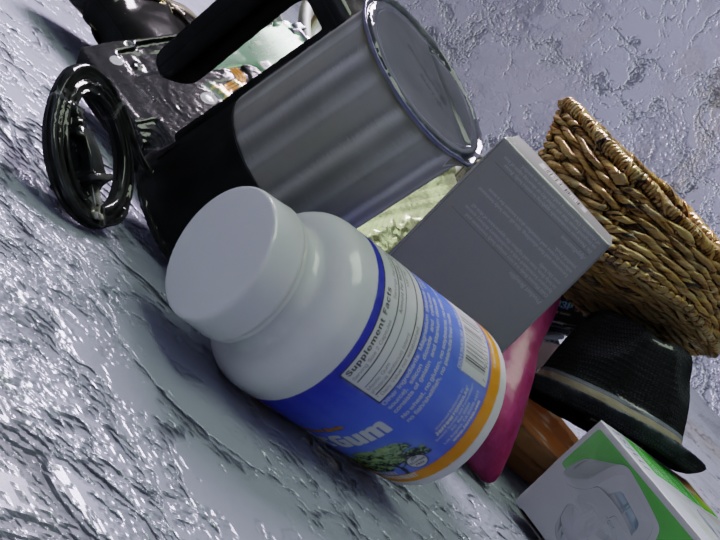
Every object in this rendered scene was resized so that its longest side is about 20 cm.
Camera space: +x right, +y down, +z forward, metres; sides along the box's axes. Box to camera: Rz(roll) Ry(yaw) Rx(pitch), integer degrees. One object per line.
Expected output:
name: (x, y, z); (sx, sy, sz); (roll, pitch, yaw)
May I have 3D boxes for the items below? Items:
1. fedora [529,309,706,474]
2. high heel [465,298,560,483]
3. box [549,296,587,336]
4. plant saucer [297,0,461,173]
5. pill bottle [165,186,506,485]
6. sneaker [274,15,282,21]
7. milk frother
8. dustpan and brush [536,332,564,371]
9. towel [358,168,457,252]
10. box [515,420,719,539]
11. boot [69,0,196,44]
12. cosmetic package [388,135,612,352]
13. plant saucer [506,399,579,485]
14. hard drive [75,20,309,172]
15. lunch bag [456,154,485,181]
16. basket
fedora: (0.212, 0.089, 1.343); (0.200, 0.092, 0.201); (27, -5, 3)
high heel: (0.118, 0.077, 1.271); (0.200, 0.067, 0.096); (-45, 117, -57)
box: (0.167, 0.029, 1.540); (0.158, 0.046, 0.200); (13, -4, -22)
plant saucer: (0.010, -0.155, 1.413); (0.200, 0.050, 0.201); (30, 42, -32)
pill bottle: (-0.015, 0.036, 0.943); (0.200, 0.112, 0.112); (36, 13, -39)
sneaker: (-0.073, -0.138, 1.396); (0.082, 0.073, 0.201); (74, 7, -83)
milk frother: (-0.062, -0.084, 0.978); (0.181, 0.188, 0.200); (56, 23, -4)
dustpan and brush: (0.125, 0.064, 1.526); (0.199, 0.058, 0.139); (6, -1, -21)
towel: (0.016, -0.039, 1.258); (0.199, 0.036, 0.149); (-14, 77, -44)
box: (0.231, 0.231, 1.205); (0.176, 0.097, 0.200); (36, 13, -51)
boot: (-0.153, -0.163, 1.328); (0.151, 0.073, 0.200); (57, 7, 34)
cosmetic package: (0.067, 0.013, 1.127); (0.107, 0.200, 0.090); (47, 11, 3)
plant saucer: (0.125, 0.122, 1.393); (0.200, 0.037, 0.200); (44, 10, -9)
hard drive: (-0.090, -0.116, 1.189); (0.199, 0.038, 0.140); (-17, 58, -39)
lunch bag: (0.091, -0.054, 1.729); (0.200, 0.140, 0.168); (38, -5, -35)
basket: (0.238, -0.037, 1.350); (0.200, 0.150, 0.142); (37, -19, -36)
